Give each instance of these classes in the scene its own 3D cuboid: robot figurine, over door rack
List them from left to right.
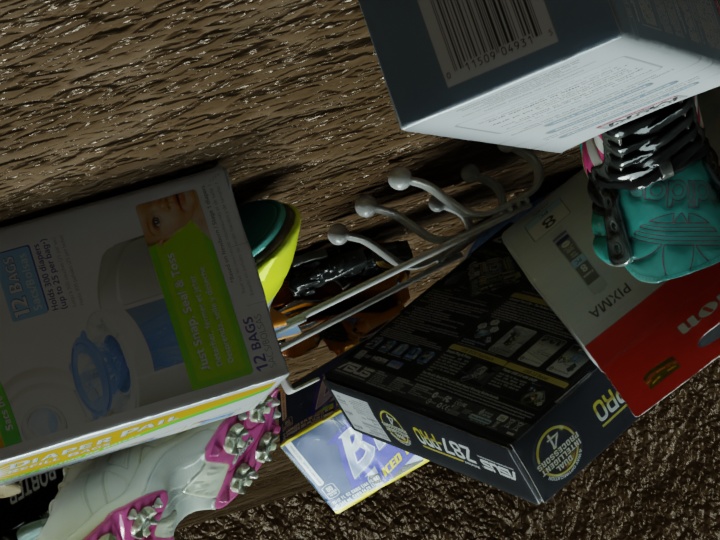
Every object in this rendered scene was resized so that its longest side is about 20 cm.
[{"bbox_3d":[-0.056,0.034,1.655,0.199,0.058,0.145,-16,168,-18],"label":"robot figurine"},{"bbox_3d":[0.000,0.000,1.467,0.200,0.067,0.148,-39,179,-19],"label":"over door rack"}]

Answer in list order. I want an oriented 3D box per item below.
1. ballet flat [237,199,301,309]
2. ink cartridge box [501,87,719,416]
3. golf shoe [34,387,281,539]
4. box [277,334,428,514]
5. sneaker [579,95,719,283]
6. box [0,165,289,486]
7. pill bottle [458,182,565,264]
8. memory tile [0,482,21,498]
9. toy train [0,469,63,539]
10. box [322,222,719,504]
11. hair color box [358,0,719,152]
[{"bbox_3d":[-0.090,0.017,1.401,0.200,0.067,0.067,-22,-146,38],"label":"ballet flat"},{"bbox_3d":[0.169,-0.021,1.364,0.160,0.047,0.200,-38,-158,4],"label":"ink cartridge box"},{"bbox_3d":[-0.127,0.111,1.335,0.200,0.091,0.076,-41,148,-42],"label":"golf shoe"},{"bbox_3d":[0.046,0.068,1.632,0.200,0.070,0.064,-31,-153,13],"label":"box"},{"bbox_3d":[0.146,-0.058,1.276,0.083,0.121,0.200,-19,172,1],"label":"sneaker"},{"bbox_3d":[-0.151,0.037,1.258,0.199,0.113,0.101,-16,171,-15],"label":"box"},{"bbox_3d":[0.132,0.009,1.750,0.112,0.113,0.200,-15,172,-30],"label":"pill bottle"},{"bbox_3d":[-0.301,0.108,1.420,0.199,0.017,0.153,-3,165,32],"label":"memory tile"},{"bbox_3d":[-0.151,0.121,1.485,0.114,0.086,0.200,0,158,-38],"label":"toy train"},{"bbox_3d":[0.093,0.046,1.464,0.161,0.049,0.200,-41,-153,-20],"label":"box"},{"bbox_3d":[0.087,-0.098,1.080,0.099,0.061,0.200,-22,171,21],"label":"hair color box"}]
